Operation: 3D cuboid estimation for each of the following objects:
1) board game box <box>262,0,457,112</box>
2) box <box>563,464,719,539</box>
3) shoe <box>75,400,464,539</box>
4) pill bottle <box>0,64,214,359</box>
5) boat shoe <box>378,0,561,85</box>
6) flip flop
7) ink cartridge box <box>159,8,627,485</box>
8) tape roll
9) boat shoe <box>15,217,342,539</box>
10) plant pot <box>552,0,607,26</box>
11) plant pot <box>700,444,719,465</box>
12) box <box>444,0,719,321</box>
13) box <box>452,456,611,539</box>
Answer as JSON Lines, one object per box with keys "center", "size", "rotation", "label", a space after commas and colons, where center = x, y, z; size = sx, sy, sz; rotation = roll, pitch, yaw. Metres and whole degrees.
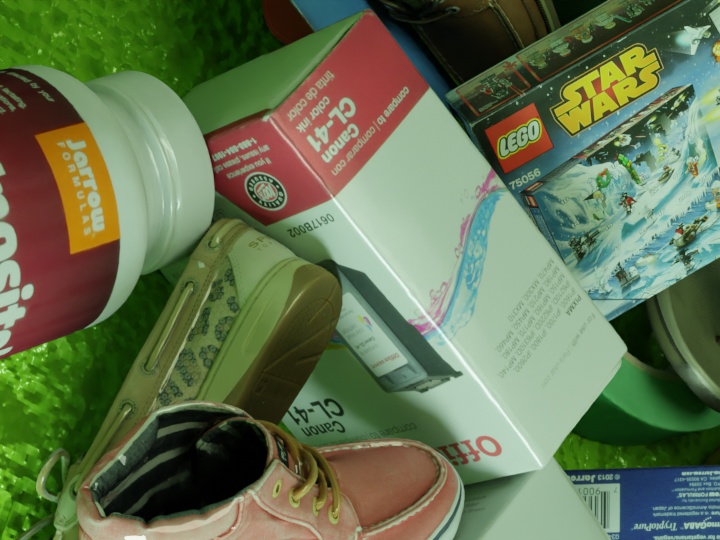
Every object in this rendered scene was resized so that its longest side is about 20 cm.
{"center": [-0.008, -0.101, 1.055], "size": [0.200, 0.039, 0.158], "rotation": [51, 18, -16], "label": "board game box"}
{"center": [0.128, 0.195, 1.063], "size": [0.032, 0.121, 0.201], "rotation": [50, 40, -64], "label": "box"}
{"center": [-0.031, 0.093, 0.880], "size": [0.200, 0.091, 0.071], "rotation": [-20, 47, -36], "label": "shoe"}
{"center": [-0.159, -0.019, 0.886], "size": [0.200, 0.113, 0.113], "rotation": [-21, 91, -41], "label": "pill bottle"}
{"center": [0.030, -0.147, 1.079], "size": [0.200, 0.072, 0.068], "rotation": [56, 42, -19], "label": "boat shoe"}
{"center": [0.205, -0.017, 1.162], "size": [0.081, 0.057, 0.200], "rotation": [43, 54, -23], "label": "flip flop"}
{"center": [0.000, 0.000, 0.990], "size": [0.200, 0.147, 0.086], "rotation": [53, 53, -14], "label": "ink cartridge box"}
{"center": [0.144, -0.009, 1.180], "size": [0.200, 0.048, 0.201], "rotation": [12, 70, -37], "label": "tape roll"}
{"center": [-0.084, 0.074, 0.929], "size": [0.200, 0.063, 0.073], "rotation": [-55, 157, -5], "label": "boat shoe"}
{"center": [0.166, -0.212, 1.165], "size": [0.199, 0.188, 0.201], "rotation": [13, 69, -36], "label": "plant pot"}
{"center": [0.267, 0.156, 1.151], "size": [0.189, 0.201, 0.201], "rotation": [46, 51, 1], "label": "plant pot"}
{"center": [0.155, -0.072, 1.050], "size": [0.200, 0.040, 0.137], "rotation": [-29, 123, -3], "label": "box"}
{"center": [0.017, 0.184, 0.966], "size": [0.098, 0.124, 0.200], "rotation": [55, 51, -13], "label": "box"}
